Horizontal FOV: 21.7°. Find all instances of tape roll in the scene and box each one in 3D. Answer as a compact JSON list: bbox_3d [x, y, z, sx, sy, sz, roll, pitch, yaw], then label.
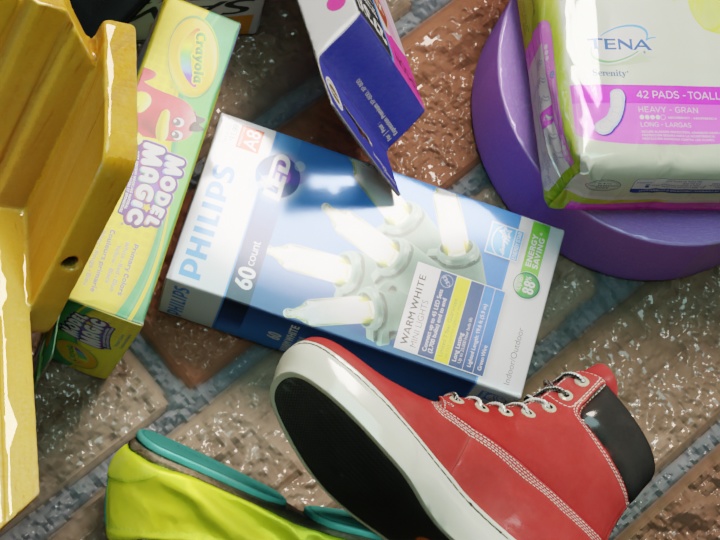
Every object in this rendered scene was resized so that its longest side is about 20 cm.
[{"bbox_3d":[0.168,-0.099,1.091,0.199,0.066,0.201,4,70,-10],"label":"tape roll"}]

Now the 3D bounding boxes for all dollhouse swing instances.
[{"bbox_3d":[-0.201,-0.007,0.798,0.199,0.182,0.176,9,44,-29],"label":"dollhouse swing"}]

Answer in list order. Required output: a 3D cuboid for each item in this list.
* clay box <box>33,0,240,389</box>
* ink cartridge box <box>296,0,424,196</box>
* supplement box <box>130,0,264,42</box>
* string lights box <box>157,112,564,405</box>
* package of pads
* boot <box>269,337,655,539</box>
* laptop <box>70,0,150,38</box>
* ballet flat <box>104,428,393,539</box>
[{"bbox_3d":[-0.121,-0.029,0.981,0.047,0.115,0.201,19,70,-10],"label":"clay box"},{"bbox_3d":[-0.010,-0.144,1.022,0.037,0.095,0.201,-23,55,12],"label":"ink cartridge box"},{"bbox_3d":[-0.129,-0.234,1.071,0.125,0.074,0.201,-7,74,-13],"label":"supplement box"},{"bbox_3d":[0.000,0.000,1.026,0.199,0.059,0.103,18,70,-5],"label":"string lights box"},{"bbox_3d":[0.164,-0.132,1.031,0.153,0.068,0.201,0,71,-13],"label":"package of pads"},{"bbox_3d":[0.057,0.074,0.952,0.200,0.072,0.145,43,58,-12],"label":"boot"},{"bbox_3d":[-0.183,-0.174,0.976,0.200,0.116,0.187,-44,84,7],"label":"laptop"},{"bbox_3d":[-0.040,0.144,0.973,0.199,0.067,0.067,20,90,-7],"label":"ballet flat"}]
